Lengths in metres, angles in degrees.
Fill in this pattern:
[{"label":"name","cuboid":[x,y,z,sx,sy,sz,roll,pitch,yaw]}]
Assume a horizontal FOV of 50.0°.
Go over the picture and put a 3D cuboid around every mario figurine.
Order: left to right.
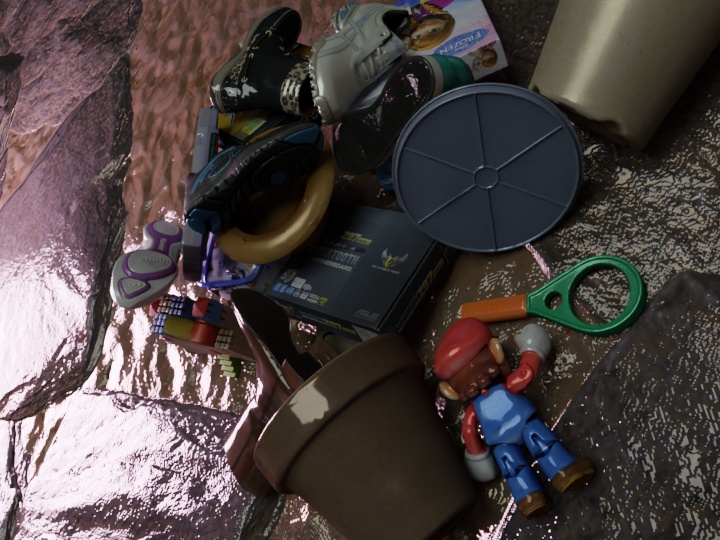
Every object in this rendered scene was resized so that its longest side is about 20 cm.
[{"label":"mario figurine","cuboid":[0.149,0.134,0.766,0.122,0.107,0.202,-21,61,-14]}]

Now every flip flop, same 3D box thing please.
[{"label":"flip flop","cuboid":[-0.042,0.129,0.919,0.080,0.057,0.204,-5,66,38]}]

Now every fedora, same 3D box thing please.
[{"label":"fedora","cuboid":[-0.097,-0.086,0.968,0.198,0.082,0.204,-15,57,24]}]

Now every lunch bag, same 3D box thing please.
[{"label":"lunch bag","cuboid":[-0.160,-0.054,1.097,0.158,0.075,0.204,-4,66,41]}]

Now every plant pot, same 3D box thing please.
[{"label":"plant pot","cuboid":[0.019,0.194,0.765,0.200,0.200,0.175,-46,66,12]},{"label":"plant pot","cuboid":[0.264,-0.231,0.763,0.200,0.199,0.186,37,105,43]}]

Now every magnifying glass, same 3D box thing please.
[{"label":"magnifying glass","cuboid":[0.194,0.034,0.798,0.197,0.022,0.081,-10,64,34]}]

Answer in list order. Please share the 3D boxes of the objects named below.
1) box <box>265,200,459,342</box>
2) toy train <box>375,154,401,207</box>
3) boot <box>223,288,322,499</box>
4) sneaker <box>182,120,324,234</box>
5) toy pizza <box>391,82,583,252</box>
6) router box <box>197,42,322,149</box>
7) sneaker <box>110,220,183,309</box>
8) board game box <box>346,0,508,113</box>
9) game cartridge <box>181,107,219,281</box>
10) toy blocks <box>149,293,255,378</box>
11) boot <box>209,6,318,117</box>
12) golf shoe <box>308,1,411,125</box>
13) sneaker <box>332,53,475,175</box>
[{"label":"box","cuboid":[0.000,0.000,0.923,0.198,0.051,0.159,15,61,42]},{"label":"toy train","cuboid":[0.054,-0.161,0.965,0.114,0.087,0.201,-42,46,4]},{"label":"boot","cuboid":[-0.133,0.151,0.938,0.187,0.063,0.202,49,127,34]},{"label":"sneaker","cuboid":[-0.134,-0.127,0.912,0.198,0.073,0.083,-29,51,15]},{"label":"toy pizza","cuboid":[0.131,-0.105,0.806,0.198,0.201,0.032,-27,30,27]},{"label":"router box","cuboid":[-0.115,-0.241,1.111,0.200,0.053,0.156,-44,44,-17]},{"label":"sneaker","cuboid":[-0.275,0.012,1.007,0.201,0.074,0.101,-83,14,-66]},{"label":"board game box","cuboid":[0.068,-0.282,0.974,0.197,0.041,0.201,-23,42,13]},{"label":"game cartridge","cuboid":[-0.215,-0.102,1.046,0.130,0.038,0.204,128,147,-64]},{"label":"toy blocks","cuboid":[-0.214,0.075,1.035,0.198,0.136,0.102,2,71,40]},{"label":"boot","cuboid":[-0.096,-0.283,1.053,0.152,0.074,0.205,13,56,30]},{"label":"golf shoe","cuboid":[0.002,-0.253,0.904,0.096,0.079,0.202,-1,52,24]},{"label":"sneaker","cuboid":[0.059,-0.177,0.867,0.199,0.119,0.085,-33,77,51]}]
